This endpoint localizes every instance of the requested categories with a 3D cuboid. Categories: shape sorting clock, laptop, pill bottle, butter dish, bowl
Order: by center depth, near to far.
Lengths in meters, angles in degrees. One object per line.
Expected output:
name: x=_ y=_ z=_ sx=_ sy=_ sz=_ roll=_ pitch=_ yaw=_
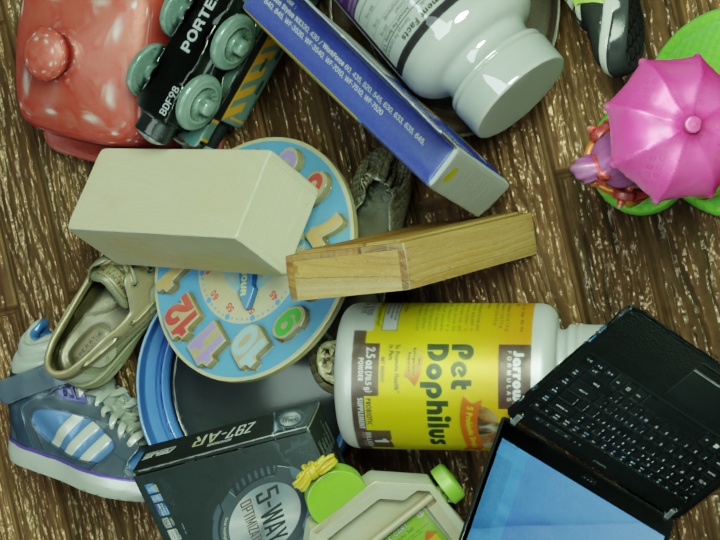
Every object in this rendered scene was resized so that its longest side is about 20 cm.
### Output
laptop: x=0.187 y=0.154 z=1.244 sx=0.177 sy=0.104 sz=0.200 roll=32 pitch=121 yaw=-26
pill bottle: x=0.052 y=-0.196 z=1.285 sx=0.200 sy=0.111 sz=0.112 roll=51 pitch=118 yaw=15
pill bottle: x=0.085 y=0.079 z=1.323 sx=0.198 sy=0.109 sz=0.110 roll=0 pitch=98 yaw=10
shape sorting clock: x=-0.087 y=-0.010 z=1.415 sx=0.199 sy=0.039 sz=0.202 roll=-12 pitch=71 yaw=35
butter dish: x=-0.217 y=-0.178 z=1.466 sx=0.198 sy=0.147 sz=0.202 roll=13 pitch=103 yaw=28
bowl: x=-0.091 y=0.098 z=1.478 sx=0.199 sy=0.039 sz=0.203 roll=1 pitch=92 yaw=24

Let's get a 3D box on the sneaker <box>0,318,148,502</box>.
sneaker: x=-0.222 y=0.111 z=1.551 sx=0.198 sy=0.080 sz=0.148 roll=12 pitch=100 yaw=26

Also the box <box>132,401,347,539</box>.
box: x=-0.071 y=0.217 z=1.438 sx=0.159 sy=0.044 sz=0.201 roll=-15 pitch=111 yaw=19

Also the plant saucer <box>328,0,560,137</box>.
plant saucer: x=0.067 y=-0.202 z=1.358 sx=0.199 sy=0.032 sz=0.202 roll=4 pitch=99 yaw=30

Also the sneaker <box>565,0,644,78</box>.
sneaker: x=0.148 y=-0.215 z=1.256 sx=0.082 sy=0.072 sz=0.202 roll=-13 pitch=60 yaw=14

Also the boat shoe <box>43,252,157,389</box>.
boat shoe: x=-0.195 y=0.011 z=1.498 sx=0.072 sy=0.065 sz=0.201 roll=37 pitch=91 yaw=18

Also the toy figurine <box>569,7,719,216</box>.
toy figurine: x=0.205 y=-0.092 z=1.201 sx=0.199 sy=0.184 sz=0.151 roll=-23 pitch=85 yaw=32

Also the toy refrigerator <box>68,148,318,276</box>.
toy refrigerator: x=-0.131 y=-0.046 z=1.397 sx=0.199 sy=0.070 sz=0.076 roll=3 pitch=65 yaw=42

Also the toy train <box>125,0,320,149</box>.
toy train: x=-0.102 y=-0.182 z=1.394 sx=0.085 sy=0.114 sz=0.201 roll=32 pitch=97 yaw=29

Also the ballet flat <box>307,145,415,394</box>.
ballet flat: x=0.000 y=0.000 z=1.397 sx=0.067 sy=0.046 sz=0.202 roll=17 pitch=94 yaw=8

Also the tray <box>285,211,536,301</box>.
tray: x=0.041 y=-0.012 z=1.302 sx=0.098 sy=0.199 sz=0.037 roll=-6 pitch=93 yaw=31

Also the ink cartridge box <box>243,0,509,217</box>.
ink cartridge box: x=0.005 y=-0.128 z=1.274 sx=0.047 sy=0.200 sz=0.198 roll=-47 pitch=72 yaw=8

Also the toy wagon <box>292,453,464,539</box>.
toy wagon: x=0.018 y=0.214 z=1.380 sx=0.155 sy=0.040 sz=0.200 roll=-38 pitch=109 yaw=1
